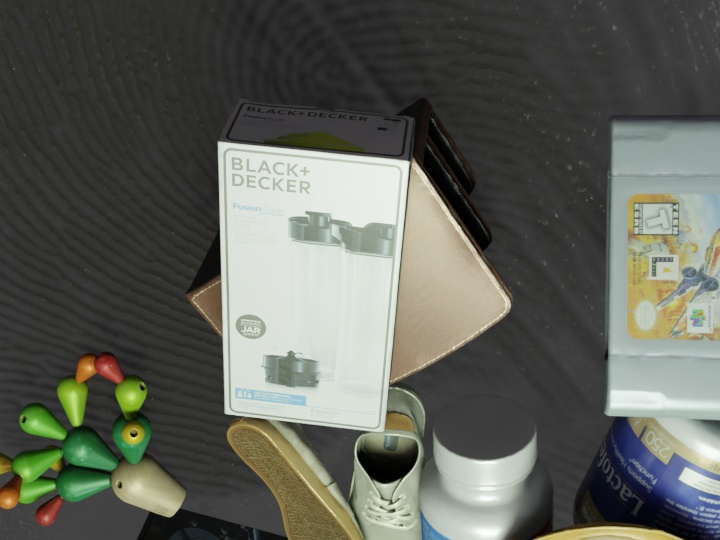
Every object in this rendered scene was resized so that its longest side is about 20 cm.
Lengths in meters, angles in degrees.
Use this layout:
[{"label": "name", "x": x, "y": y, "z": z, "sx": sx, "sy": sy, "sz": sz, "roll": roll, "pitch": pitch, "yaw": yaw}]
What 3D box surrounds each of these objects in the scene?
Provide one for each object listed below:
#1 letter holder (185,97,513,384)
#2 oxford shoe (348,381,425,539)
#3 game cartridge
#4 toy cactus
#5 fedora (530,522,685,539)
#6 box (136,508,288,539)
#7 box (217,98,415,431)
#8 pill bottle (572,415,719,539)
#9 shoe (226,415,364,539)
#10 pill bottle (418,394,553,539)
[{"label": "letter holder", "x": 0.000, "y": 0.000, "z": 0.703, "sx": 0.198, "sy": 0.101, "sz": 0.143, "roll": -29, "pitch": 112, "yaw": 23}, {"label": "oxford shoe", "x": 0.024, "y": 0.191, "z": 0.827, "sx": 0.073, "sy": 0.058, "sz": 0.204, "roll": 3, "pitch": 121, "yaw": 5}, {"label": "game cartridge", "x": 0.231, "y": -0.003, "z": 0.648, "sx": 0.130, "sy": 0.041, "sz": 0.205, "roll": 0, "pitch": 90, "yaw": 13}, {"label": "toy cactus", "x": -0.226, "y": 0.168, "z": 0.846, "sx": 0.164, "sy": 0.103, "sz": 0.200, "roll": 36, "pitch": 110, "yaw": -22}, {"label": "fedora", "x": 0.182, "y": 0.271, "z": 0.698, "sx": 0.196, "sy": 0.083, "sz": 0.204, "roll": 6, "pitch": 128, "yaw": 8}, {"label": "box", "x": -0.121, "y": 0.317, "z": 0.859, "sx": 0.196, "sy": 0.165, "sz": 0.088, "roll": 15, "pitch": 121, "yaw": 2}, {"label": "box", "x": -0.030, "y": 0.001, "z": 0.614, "sx": 0.114, "sy": 0.061, "sz": 0.204, "roll": 7, "pitch": 122, "yaw": 3}, {"label": "pill bottle", "x": 0.233, "y": 0.174, "z": 0.748, "sx": 0.113, "sy": 0.116, "sz": 0.203, "roll": 17, "pitch": 120, "yaw": 0}, {"label": "shoe", "x": -0.044, "y": 0.190, "z": 0.840, "sx": 0.069, "sy": 0.054, "sz": 0.202, "roll": -16, "pitch": 116, "yaw": 29}, {"label": "pill bottle", "x": 0.103, "y": 0.210, "z": 0.791, "sx": 0.109, "sy": 0.113, "sz": 0.204, "roll": 0, "pitch": 120, "yaw": 9}]
